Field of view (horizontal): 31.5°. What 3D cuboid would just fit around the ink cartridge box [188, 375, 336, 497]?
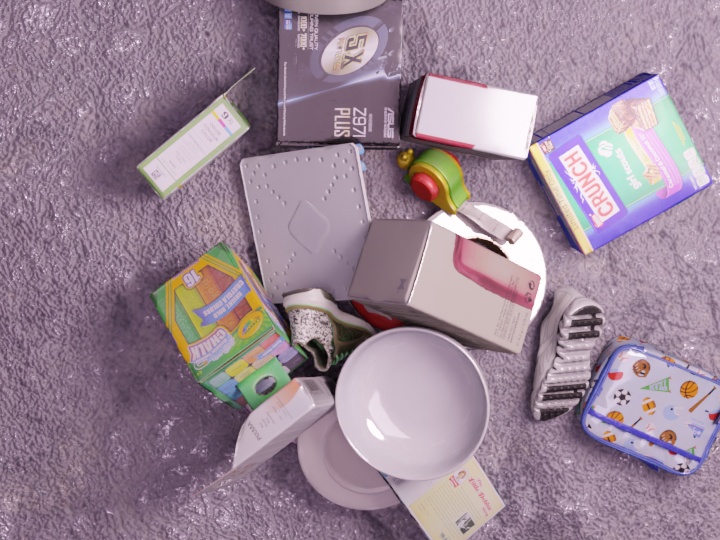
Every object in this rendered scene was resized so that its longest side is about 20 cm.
[{"bbox_3d":[-0.125,0.208,1.625,0.200,0.162,0.050,-35,80,9],"label":"ink cartridge box"}]

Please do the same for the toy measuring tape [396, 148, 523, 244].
[{"bbox_3d":[0.130,-0.107,1.686,0.200,0.074,0.074,34,95,19],"label":"toy measuring tape"}]

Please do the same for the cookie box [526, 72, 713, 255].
[{"bbox_3d":[0.343,-0.144,1.721,0.199,0.075,0.172,-29,99,2],"label":"cookie box"}]

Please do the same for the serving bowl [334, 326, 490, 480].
[{"bbox_3d":[0.071,0.163,1.627,0.199,0.066,0.201,3,101,13],"label":"serving bowl"}]

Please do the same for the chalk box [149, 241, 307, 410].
[{"bbox_3d":[-0.161,0.090,1.655,0.124,0.124,0.200,-36,61,2],"label":"chalk box"}]

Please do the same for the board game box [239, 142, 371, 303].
[{"bbox_3d":[-0.061,-0.060,1.676,0.199,0.026,0.201,-4,101,38],"label":"board game box"}]

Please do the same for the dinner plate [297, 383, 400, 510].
[{"bbox_3d":[0.015,0.236,1.717,0.199,0.024,0.201,-2,106,-7],"label":"dinner plate"}]

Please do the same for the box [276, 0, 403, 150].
[{"bbox_3d":[-0.029,-0.261,1.679,0.163,0.086,0.201,1,98,-4],"label":"box"}]

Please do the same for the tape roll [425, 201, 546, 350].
[{"bbox_3d":[0.152,0.009,1.727,0.202,0.037,0.204,1,85,-8],"label":"tape roll"}]

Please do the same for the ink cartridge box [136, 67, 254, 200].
[{"bbox_3d":[-0.197,-0.180,1.672,0.200,0.104,0.059,-40,98,2],"label":"ink cartridge box"}]

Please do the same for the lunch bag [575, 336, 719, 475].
[{"bbox_3d":[0.408,0.193,1.773,0.199,0.076,0.161,24,98,-5],"label":"lunch bag"}]

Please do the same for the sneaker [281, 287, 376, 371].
[{"bbox_3d":[-0.044,0.097,1.688,0.077,0.200,0.089,-8,62,31],"label":"sneaker"}]

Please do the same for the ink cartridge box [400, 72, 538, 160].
[{"bbox_3d":[0.133,-0.195,1.640,0.145,0.200,0.083,11,94,-5],"label":"ink cartridge box"}]

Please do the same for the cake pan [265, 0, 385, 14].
[{"bbox_3d":[-0.048,-0.374,1.619,0.199,0.201,0.037,1,123,-3],"label":"cake pan"}]

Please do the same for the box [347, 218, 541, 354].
[{"bbox_3d":[0.106,0.020,1.598,0.199,0.128,0.109,25,79,-35],"label":"box"}]

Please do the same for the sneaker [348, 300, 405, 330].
[{"bbox_3d":[0.000,0.000,1.717,0.077,0.085,0.201,-30,98,2],"label":"sneaker"}]

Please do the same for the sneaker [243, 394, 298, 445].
[{"bbox_3d":[-0.067,0.199,1.754,0.199,0.075,0.100,26,89,-15],"label":"sneaker"}]

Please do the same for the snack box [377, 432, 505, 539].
[{"bbox_3d":[0.111,0.293,1.733,0.116,0.037,0.200,-39,127,-8],"label":"snack box"}]

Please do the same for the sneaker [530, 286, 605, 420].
[{"bbox_3d":[0.276,0.115,1.759,0.075,0.081,0.201,2,118,-25],"label":"sneaker"}]
